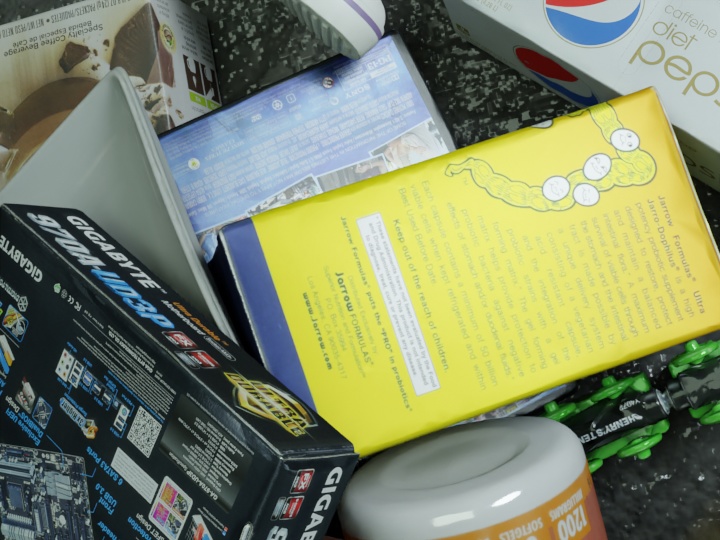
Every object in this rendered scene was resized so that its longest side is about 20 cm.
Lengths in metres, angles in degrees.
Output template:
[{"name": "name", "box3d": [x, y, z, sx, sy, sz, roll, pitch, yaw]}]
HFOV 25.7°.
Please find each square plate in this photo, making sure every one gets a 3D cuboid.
[{"name": "square plate", "box3d": [-0.125, 0.045, 0.715, 0.200, 0.028, 0.199, -40, 64, 33]}]

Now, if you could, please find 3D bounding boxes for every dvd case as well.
[{"name": "dvd case", "box3d": [0.000, 0.000, 0.758, 0.142, 0.018, 0.200, -26, 86, -13]}]

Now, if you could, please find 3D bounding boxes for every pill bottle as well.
[{"name": "pill bottle", "box3d": [0.067, 0.175, 0.700, 0.112, 0.112, 0.201, -13, 101, 16]}]

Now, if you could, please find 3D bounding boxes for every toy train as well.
[{"name": "toy train", "box3d": [0.170, 0.046, 0.723, 0.200, 0.056, 0.042, -26, 86, 15]}]

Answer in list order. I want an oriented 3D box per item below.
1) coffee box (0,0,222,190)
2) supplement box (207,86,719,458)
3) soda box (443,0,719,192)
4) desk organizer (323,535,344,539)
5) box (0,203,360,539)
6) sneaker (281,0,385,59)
[{"name": "coffee box", "box3d": [-0.126, -0.030, 0.810, 0.113, 0.080, 0.201, -13, 82, 16]}, {"name": "supplement box", "box3d": [0.044, 0.009, 0.697, 0.199, 0.109, 0.110, -18, 85, -11]}, {"name": "soda box", "box3d": [0.136, -0.099, 0.735, 0.200, 0.068, 0.064, 33, 86, 17]}, {"name": "desk organizer", "box3d": [-0.008, 0.214, 0.663, 0.072, 0.077, 0.201, -22, 92, -20]}, {"name": "box", "box3d": [-0.106, 0.087, 0.648, 0.200, 0.046, 0.159, 36, 111, 36]}, {"name": "sneaker", "box3d": [-0.022, -0.197, 0.774, 0.114, 0.073, 0.201, -39, 57, 5]}]
